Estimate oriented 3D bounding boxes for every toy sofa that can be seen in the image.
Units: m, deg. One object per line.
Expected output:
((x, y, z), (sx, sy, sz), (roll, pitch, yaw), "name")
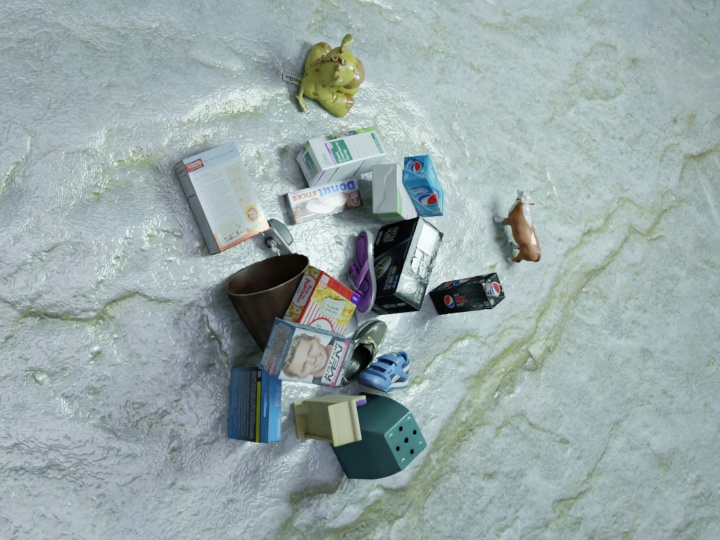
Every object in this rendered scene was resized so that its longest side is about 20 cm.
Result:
((-0.062, 0.315, 1.589), (0.095, 0.199, 0.085), (-8, 87, -29), "toy sofa")

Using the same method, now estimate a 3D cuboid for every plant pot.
((0.042, 0.369, 1.654), (0.140, 0.198, 0.144), (-34, 102, -32), "plant pot")
((-0.166, 0.097, 1.576), (0.185, 0.184, 0.205), (-31, 116, -33), "plant pot")

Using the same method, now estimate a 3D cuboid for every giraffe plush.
((-0.057, -0.458, 1.720), (0.196, 0.161, 0.178), (-11, 90, -36), "giraffe plush")

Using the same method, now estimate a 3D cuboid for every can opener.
((-0.144, -0.027, 1.666), (0.067, 0.052, 0.202), (-46, 110, -31), "can opener")

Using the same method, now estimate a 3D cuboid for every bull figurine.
((0.434, -0.116, 2.045), (0.064, 0.120, 0.206), (-17, 94, -35), "bull figurine")

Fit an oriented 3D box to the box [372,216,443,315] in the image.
((0.092, -0.008, 1.764), (0.085, 0.162, 0.205), (30, 68, -27), "box")

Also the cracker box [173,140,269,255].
((-0.291, -0.153, 1.578), (0.132, 0.057, 0.205), (-27, 100, -35), "cracker box")

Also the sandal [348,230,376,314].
((-0.004, 0.003, 1.746), (0.049, 0.082, 0.208), (14, 61, -30), "sandal")

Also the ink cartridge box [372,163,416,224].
((0.085, -0.175, 1.807), (0.200, 0.065, 0.121), (24, 64, -71), "ink cartridge box")

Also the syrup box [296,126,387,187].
((-0.043, -0.266, 1.744), (0.197, 0.081, 0.080), (-19, 75, -36), "syrup box")

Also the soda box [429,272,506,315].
((0.262, 0.059, 1.851), (0.063, 0.198, 0.072), (-31, 100, -35), "soda box")

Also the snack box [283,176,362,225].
((-0.085, -0.163, 1.744), (0.196, 0.024, 0.074), (-18, 93, -35), "snack box")

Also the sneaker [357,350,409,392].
((0.056, 0.230, 1.722), (0.199, 0.072, 0.085), (1, 104, -64), "sneaker")

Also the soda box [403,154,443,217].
((0.156, -0.202, 1.827), (0.200, 0.062, 0.070), (51, 39, -62), "soda box")

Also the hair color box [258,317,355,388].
((-0.098, 0.162, 1.437), (0.198, 0.060, 0.103), (20, 90, -54), "hair color box")

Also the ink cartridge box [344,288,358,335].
((-0.053, 0.098, 1.683), (0.199, 0.038, 0.103), (-2, 82, -74), "ink cartridge box")

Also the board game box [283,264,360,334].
((-0.093, 0.112, 1.510), (0.151, 0.046, 0.204), (34, 80, -53), "board game box")

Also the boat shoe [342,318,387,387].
((0.006, 0.190, 1.738), (0.202, 0.060, 0.073), (-48, 110, -30), "boat shoe")

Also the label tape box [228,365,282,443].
((-0.198, 0.267, 1.498), (0.062, 0.198, 0.149), (6, 80, -32), "label tape box")
